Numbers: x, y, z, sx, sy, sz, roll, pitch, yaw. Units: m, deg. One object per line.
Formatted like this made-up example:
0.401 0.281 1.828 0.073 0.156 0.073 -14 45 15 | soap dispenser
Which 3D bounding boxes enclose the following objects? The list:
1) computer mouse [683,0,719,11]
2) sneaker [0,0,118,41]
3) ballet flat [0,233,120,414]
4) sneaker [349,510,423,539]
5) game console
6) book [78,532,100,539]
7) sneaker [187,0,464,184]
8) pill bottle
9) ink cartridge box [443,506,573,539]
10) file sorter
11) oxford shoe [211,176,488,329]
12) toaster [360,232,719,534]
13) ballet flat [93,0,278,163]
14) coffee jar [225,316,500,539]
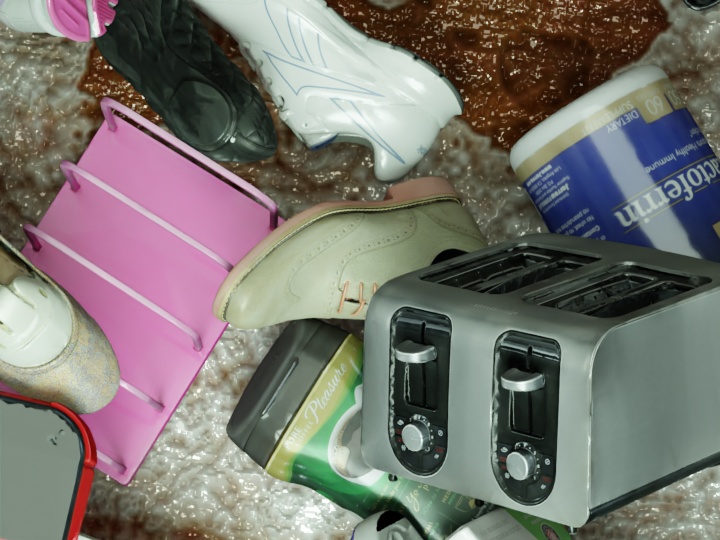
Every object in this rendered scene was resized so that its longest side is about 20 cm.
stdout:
0.315 -0.146 1.690 0.140 0.046 0.200 -34 72 0 | computer mouse
-0.194 -0.238 1.678 0.088 0.081 0.201 -3 58 34 | sneaker
-0.222 0.009 1.526 0.200 0.067 0.068 42 83 4 | ballet flat
-0.013 0.257 1.591 0.146 0.080 0.201 -16 90 30 | sneaker
-0.264 0.146 1.502 0.199 0.031 0.178 13 79 0 | game console
-0.154 0.237 1.579 0.200 0.048 0.134 26 83 -34 | book
-0.034 -0.131 1.673 0.200 0.075 0.087 32 89 5 | sneaker
0.189 -0.018 1.635 0.115 0.116 0.200 -30 84 -4 | pill bottle
0.111 0.238 1.494 0.084 0.145 0.200 -40 80 18 | ink cartridge box
-0.156 0.011 1.624 0.139 0.125 0.200 31 83 3 | file sorter
0.000 0.000 1.610 0.199 0.071 0.074 -23 59 -32 | oxford shoe
0.125 0.060 1.525 0.200 0.180 0.119 -17 112 -42 | toaster
-0.120 -0.136 1.661 0.066 0.057 0.200 -43 57 14 | ballet flat
0.019 0.115 1.631 0.200 0.085 0.105 33 90 3 | coffee jar
